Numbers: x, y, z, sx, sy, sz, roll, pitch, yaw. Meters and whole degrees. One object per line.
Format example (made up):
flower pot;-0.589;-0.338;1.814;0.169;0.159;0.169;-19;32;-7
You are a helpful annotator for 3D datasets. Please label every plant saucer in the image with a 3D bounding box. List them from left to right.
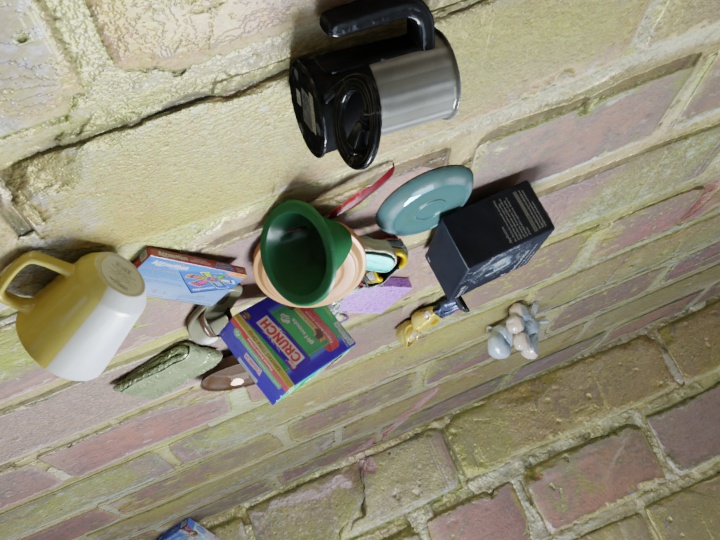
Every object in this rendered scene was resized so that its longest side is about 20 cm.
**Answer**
plant saucer;-0.264;0.221;1.727;0.197;0.037;0.201;-16;159;-6
plant saucer;-0.086;-0.005;1.328;0.197;0.033;0.202;-5;134;-5
plant saucer;0.123;-0.119;1.414;0.198;0.028;0.201;-22;157;-10

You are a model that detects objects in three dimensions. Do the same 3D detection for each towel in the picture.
towel;-0.393;0.211;1.592;0.198;0.037;0.148;-30;158;12

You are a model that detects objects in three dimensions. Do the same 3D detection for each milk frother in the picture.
milk frother;0.035;-0.201;0.907;0.186;0.202;0.181;-19;154;-16

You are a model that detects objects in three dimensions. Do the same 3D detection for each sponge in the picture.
sponge;0.018;0.054;1.685;0.111;0.030;0.199;-39;154;31

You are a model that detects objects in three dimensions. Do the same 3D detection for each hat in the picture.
hat;-0.038;-0.049;1.251;0.199;0.168;0.175;-23;178;44

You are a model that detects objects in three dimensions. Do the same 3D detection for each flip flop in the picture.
flip flop;-0.264;0.089;1.424;0.080;0.058;0.200;-8;152;-36

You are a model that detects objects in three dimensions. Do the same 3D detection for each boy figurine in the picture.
boy figurine;0.176;0.125;1.971;0.199;0.065;0.124;-33;160;10

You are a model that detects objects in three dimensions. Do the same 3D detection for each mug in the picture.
mug;-0.398;0.054;1.101;0.153;0.150;0.186;-42;160;20

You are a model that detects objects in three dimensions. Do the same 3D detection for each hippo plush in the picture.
hippo plush;0.450;0.181;2.338;0.159;0.160;0.201;-19;-152;36

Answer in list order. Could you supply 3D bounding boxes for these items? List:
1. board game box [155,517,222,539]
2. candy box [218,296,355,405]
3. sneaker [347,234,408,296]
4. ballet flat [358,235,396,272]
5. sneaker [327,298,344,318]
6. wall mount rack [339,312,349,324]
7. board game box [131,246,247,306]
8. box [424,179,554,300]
board game box;-0.689;1.100;3.110;0.199;0.044;0.199;-35;119;22
candy box;-0.133;0.127;1.436;0.199;0.170;0.077;-30;166;-46
sneaker;0.000;0.000;1.451;0.198;0.078;0.082;-31;-158;-1
ballet flat;-0.030;-0.039;1.372;0.197;0.063;0.068;12;130;-21
sneaker;-0.060;0.071;1.556;0.075;0.093;0.200;0;147;-45
wall mount rack;-0.124;0.145;1.684;0.197;0.076;0.173;-14;-163;-24
board game box;-0.290;0.013;1.257;0.103;0.020;0.199;-36;150;28
box;0.251;-0.055;1.535;0.198;0.119;0.197;-24;164;-12
